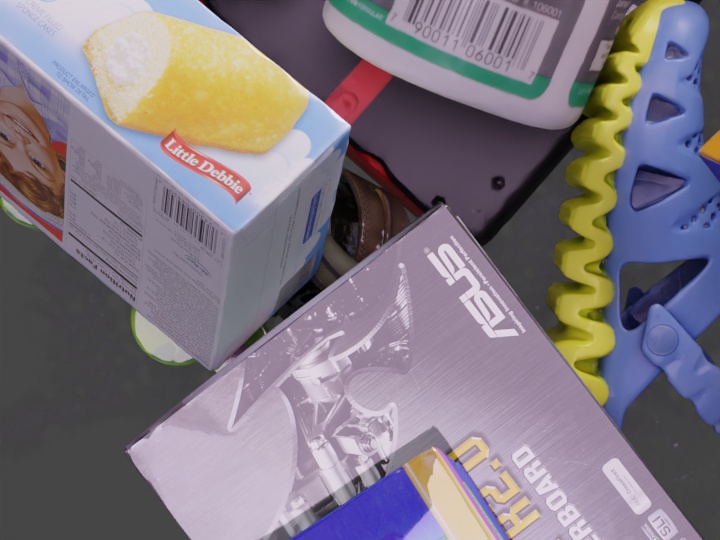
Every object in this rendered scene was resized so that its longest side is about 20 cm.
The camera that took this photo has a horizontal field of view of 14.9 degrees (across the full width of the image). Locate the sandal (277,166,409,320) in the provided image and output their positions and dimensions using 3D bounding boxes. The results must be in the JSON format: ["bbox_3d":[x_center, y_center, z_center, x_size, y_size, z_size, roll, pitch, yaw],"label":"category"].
[{"bbox_3d":[0.000,0.001,1.132,0.057,0.080,0.201,-40,89,-21],"label":"sandal"}]

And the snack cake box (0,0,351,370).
[{"bbox_3d":[-0.104,-0.067,1.047,0.200,0.115,0.067,40,65,13],"label":"snack cake box"}]

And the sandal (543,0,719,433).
[{"bbox_3d":[0.122,-0.011,1.114,0.087,0.079,0.200,7,103,0],"label":"sandal"}]

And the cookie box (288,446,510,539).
[{"bbox_3d":[-0.006,0.189,0.992,0.200,0.075,0.171,-34,78,1],"label":"cookie box"}]

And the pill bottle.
[{"bbox_3d":[0.071,-0.166,1.067,0.113,0.113,0.200,25,103,5],"label":"pill bottle"}]

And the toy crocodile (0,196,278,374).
[{"bbox_3d":[-0.089,-0.014,1.132,0.200,0.068,0.062,45,92,8],"label":"toy crocodile"}]

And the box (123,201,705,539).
[{"bbox_3d":[0.031,0.098,1.064,0.158,0.048,0.200,-37,89,1],"label":"box"}]

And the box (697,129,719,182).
[{"bbox_3d":[0.221,-0.053,1.054,0.200,0.041,0.119,-43,116,-5],"label":"box"}]

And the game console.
[{"bbox_3d":[0.046,-0.136,1.158,0.177,0.031,0.200,41,90,0],"label":"game console"}]
